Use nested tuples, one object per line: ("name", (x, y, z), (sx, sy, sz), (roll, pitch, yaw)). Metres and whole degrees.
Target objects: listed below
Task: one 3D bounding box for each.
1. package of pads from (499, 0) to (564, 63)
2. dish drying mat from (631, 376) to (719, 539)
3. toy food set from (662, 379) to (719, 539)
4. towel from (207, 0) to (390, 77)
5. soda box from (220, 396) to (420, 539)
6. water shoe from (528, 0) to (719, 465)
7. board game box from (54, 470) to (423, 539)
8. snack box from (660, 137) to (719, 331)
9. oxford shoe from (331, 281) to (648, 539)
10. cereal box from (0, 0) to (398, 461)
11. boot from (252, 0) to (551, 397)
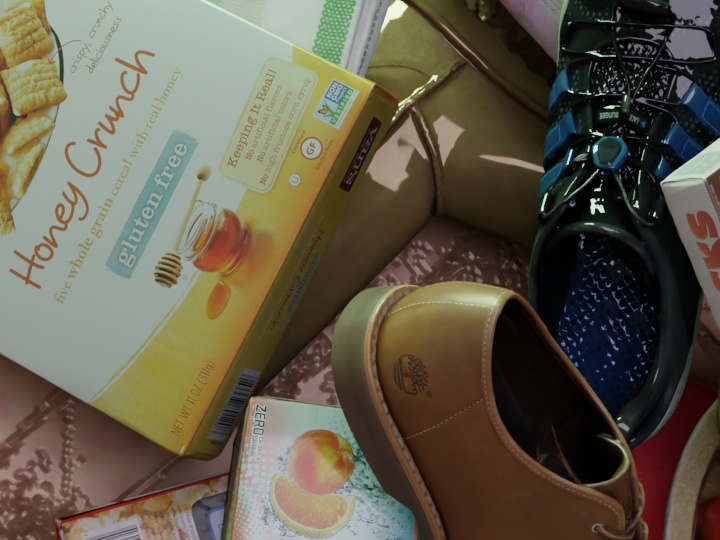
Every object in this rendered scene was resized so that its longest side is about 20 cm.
("package of pads", (0.105, -0.109, 0.831), (0.076, 0.121, 0.200), (-44, 88, 15))
("dish drying mat", (0.106, 0.136, 0.826), (0.077, 0.018, 0.200), (20, 73, -4))
("toy food set", (0.201, 0.119, 0.811), (0.198, 0.049, 0.200), (33, 58, -14))
("towel", (-0.080, -0.121, 0.800), (0.200, 0.031, 0.149), (18, 90, 17))
("soda box", (-0.021, 0.147, 0.713), (0.064, 0.068, 0.200), (9, 72, -6))
("water shoe", (0.096, -0.031, 0.741), (0.071, 0.079, 0.200), (5, 98, 13))
("board game box", (0.006, 0.136, 0.781), (0.200, 0.046, 0.152), (-15, 75, -11))
("snack box", (0.168, 0.042, 0.745), (0.072, 0.024, 0.200), (-35, 107, -35))
("oxford shoe", (0.066, 0.089, 0.704), (0.200, 0.071, 0.071), (58, 45, -23))
("cereal box", (-0.106, -0.041, 0.763), (0.200, 0.040, 0.144), (27, 91, 17))
("boot", (0.000, 0.000, 0.820), (0.200, 0.066, 0.175), (-42, 75, -18))
